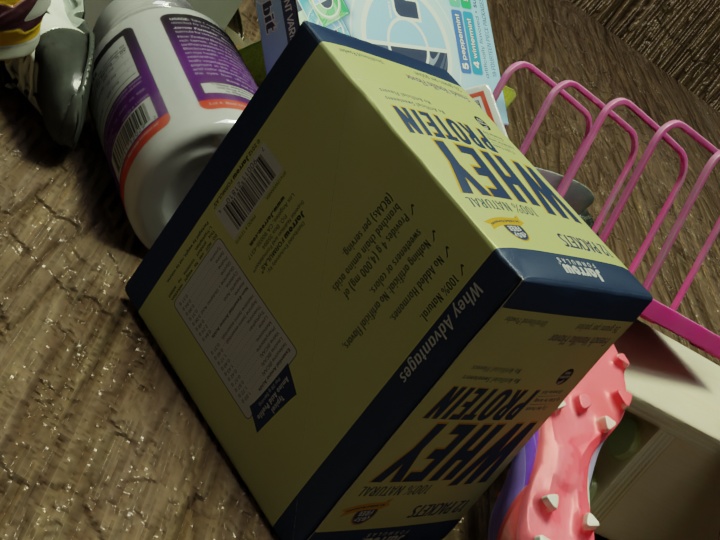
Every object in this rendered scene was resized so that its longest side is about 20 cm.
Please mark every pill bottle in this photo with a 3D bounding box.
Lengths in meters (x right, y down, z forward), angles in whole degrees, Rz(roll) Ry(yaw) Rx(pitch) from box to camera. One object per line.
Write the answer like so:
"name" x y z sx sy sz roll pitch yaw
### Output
"pill bottle" -0.121 -0.105 0.897 0.111 0.112 0.201 21 27 -36

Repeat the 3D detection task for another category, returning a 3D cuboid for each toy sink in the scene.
"toy sink" 0.193 0.118 0.947 0.199 0.112 0.131 27 23 -26

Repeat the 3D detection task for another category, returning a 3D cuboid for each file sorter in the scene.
"file sorter" 0.178 -0.048 0.944 0.199 0.126 0.138 31 5 42

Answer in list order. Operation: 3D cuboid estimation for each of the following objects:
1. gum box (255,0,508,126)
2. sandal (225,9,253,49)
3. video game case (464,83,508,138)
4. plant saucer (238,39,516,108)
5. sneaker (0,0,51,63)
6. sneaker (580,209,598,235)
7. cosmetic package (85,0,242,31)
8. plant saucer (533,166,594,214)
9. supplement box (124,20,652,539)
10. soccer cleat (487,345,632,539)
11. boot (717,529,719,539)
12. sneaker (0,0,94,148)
"gum box" 0.013 -0.184 0.949 0.199 0.044 0.172 -2 80 -45
"sandal" -0.131 -0.229 1.208 0.199 0.054 0.080 40 21 5
"video game case" 0.048 -0.011 0.871 0.017 0.141 0.202 103 -29 -73
"plant saucer" -0.009 -0.129 1.087 0.199 0.198 0.049 18 69 -40
"sneaker" -0.267 -0.165 0.766 0.199 0.091 0.075 -19 57 -42
"sneaker" 0.191 -0.006 1.224 0.200 0.088 0.076 45 22 16
"cosmetic package" -0.128 -0.249 1.053 0.085 0.201 0.108 40 19 5
"plant saucer" 0.096 -0.053 1.133 0.198 0.039 0.201 7 -8 1
"supplement box" 0.008 0.013 0.742 0.133 0.201 0.200 7 38 -50
"soccer cleat" 0.109 0.111 0.787 0.066 0.076 0.201 32 45 -15
"boot" 0.226 0.161 0.825 0.187 0.068 0.201 34 60 -10
"sneaker" -0.226 -0.150 0.899 0.087 0.075 0.201 5 35 -24
